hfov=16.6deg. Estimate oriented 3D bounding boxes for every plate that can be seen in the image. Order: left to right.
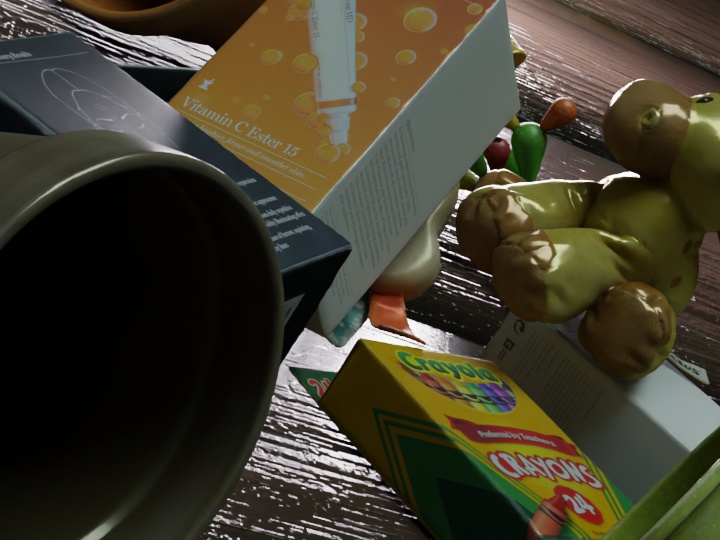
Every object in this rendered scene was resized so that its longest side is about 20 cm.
[{"bbox_3d":[-0.120,-0.114,1.535,0.198,0.026,0.200,4,5,0],"label":"plate"}]

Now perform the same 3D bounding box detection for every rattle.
[{"bbox_3d":[0.000,0.000,1.478,0.129,0.143,0.201,-3,54,-22],"label":"rattle"}]

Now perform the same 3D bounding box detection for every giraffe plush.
[{"bbox_3d":[0.175,-0.039,1.459,0.199,0.163,0.173,24,19,-31],"label":"giraffe plush"}]

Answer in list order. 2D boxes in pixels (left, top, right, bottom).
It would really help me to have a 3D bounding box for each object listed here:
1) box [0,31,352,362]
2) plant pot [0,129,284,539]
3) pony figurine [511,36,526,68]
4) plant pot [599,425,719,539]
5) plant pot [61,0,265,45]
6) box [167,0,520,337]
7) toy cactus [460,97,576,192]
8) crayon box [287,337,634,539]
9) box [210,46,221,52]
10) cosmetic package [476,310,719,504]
[{"bbox_3d":[-0.130,-0.020,1.245,0.200,0.107,0.148,38,19,12],"label":"box"},{"bbox_3d":[-0.158,0.022,1.000,0.173,0.201,0.199,25,9,38],"label":"plant pot"},{"bbox_3d":[0.068,-0.249,2.165,0.192,0.167,0.201,7,46,-39],"label":"pony figurine"},{"bbox_3d":[0.195,0.186,1.173,0.184,0.200,0.200,46,19,5],"label":"plant pot"},{"bbox_3d":[-0.122,-0.249,1.757,0.200,0.200,0.140,42,4,27],"label":"plant pot"},{"bbox_3d":[-0.017,-0.081,1.398,0.124,0.200,0.098,24,-32,27],"label":"box"},{"bbox_3d":[0.132,-0.029,1.743,0.200,0.102,0.166,52,23,-40],"label":"toy cactus"},{"bbox_3d":[0.063,0.102,1.352,0.127,0.051,0.200,11,28,-50],"label":"crayon box"},{"bbox_3d":[-0.090,-0.209,1.905,0.200,0.050,0.157,42,19,26],"label":"box"},{"bbox_3d":[0.168,0.107,1.475,0.200,0.081,0.113,44,21,28],"label":"cosmetic package"}]
